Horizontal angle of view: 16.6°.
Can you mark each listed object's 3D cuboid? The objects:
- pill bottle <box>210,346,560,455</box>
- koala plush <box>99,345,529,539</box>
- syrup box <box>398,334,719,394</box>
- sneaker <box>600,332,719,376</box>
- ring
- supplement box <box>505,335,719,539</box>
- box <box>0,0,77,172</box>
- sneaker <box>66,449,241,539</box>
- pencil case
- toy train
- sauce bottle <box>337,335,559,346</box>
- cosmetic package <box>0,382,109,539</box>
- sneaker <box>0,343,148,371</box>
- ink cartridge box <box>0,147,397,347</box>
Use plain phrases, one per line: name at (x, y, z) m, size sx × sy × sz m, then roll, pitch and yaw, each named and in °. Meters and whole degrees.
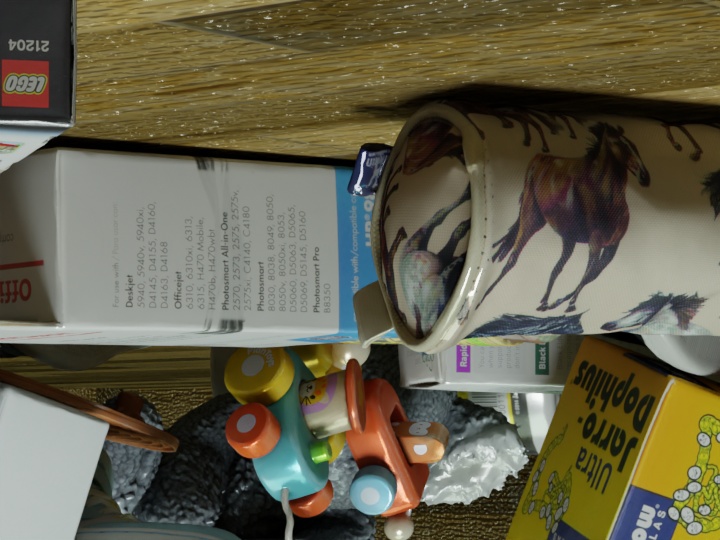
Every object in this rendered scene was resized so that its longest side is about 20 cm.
pill bottle at (0.020, 0.051, 1.416) m, size 0.200 × 0.111 × 0.111 m, roll -1°, pitch 176°, yaw 13°
koala plush at (-0.027, 0.099, 1.314) m, size 0.200 × 0.177 × 0.184 m, roll -45°, pitch 167°, yaw 9°
syrup box at (0.124, 0.022, 1.221) m, size 0.200 × 0.081 × 0.079 m, roll 3°, pitch 174°, yaw -13°
sneaker at (0.123, 0.006, 1.095) m, size 0.112 × 0.073 × 0.200 m, roll 11°, pitch 174°, yaw 33°
ring at (-0.180, 0.048, 1.173) m, size 0.200 × 0.019 × 0.200 m, roll 17°, pitch 170°, yaw 3°
supplement box at (0.186, 0.118, 1.116) m, size 0.200 × 0.110 × 0.109 m, roll 20°, pitch -177°, yaw -17°
box at (-0.177, -0.048, 0.599) m, size 0.200 × 0.035 × 0.110 m, roll 1°, pitch 175°, yaw -18°
sneaker at (-0.126, 0.118, 1.161) m, size 0.200 × 0.080 × 0.131 m, roll -9°, pitch -143°, yaw 26°
pencil case at (0.096, -0.010, 0.813) m, size 0.200 × 0.078 × 0.089 m, roll 2°, pitch 154°, yaw -30°
toy train at (-0.001, 0.076, 1.141) m, size 0.056 × 0.150 × 0.200 m, roll -18°, pitch -169°, yaw 16°
sauce bottle at (0.000, 0.000, 1.048) m, size 0.200 × 0.065 × 0.065 m, roll -1°, pitch 176°, yaw 39°
cosmetic package at (-0.218, 0.089, 1.115) m, size 0.200 × 0.101 × 0.071 m, roll 12°, pitch 171°, yaw 39°
sneaker at (-0.170, 0.016, 1.195) m, size 0.099 × 0.071 × 0.200 m, roll -5°, pitch 177°, yaw 16°
ink cartridge box at (-0.090, -0.007, 0.933) m, size 0.200 × 0.067 × 0.116 m, roll 2°, pitch 175°, yaw -36°
